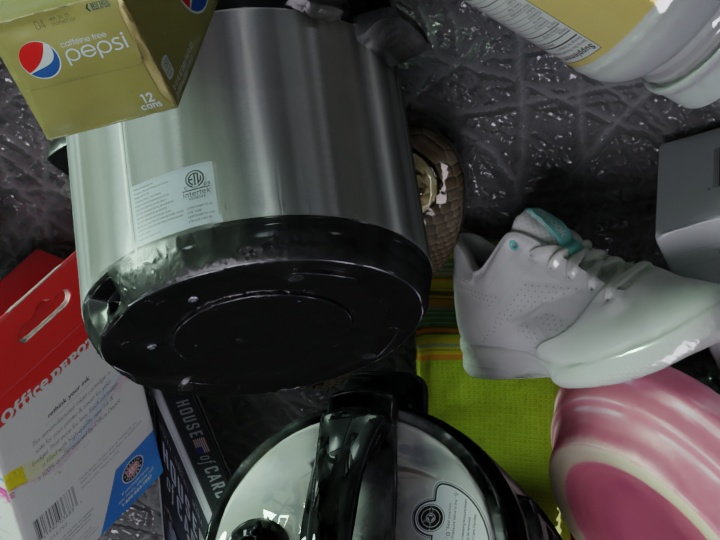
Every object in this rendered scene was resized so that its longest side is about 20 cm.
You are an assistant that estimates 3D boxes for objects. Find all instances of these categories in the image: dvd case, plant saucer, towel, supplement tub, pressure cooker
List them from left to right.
[{"bbox_3d":[-0.092,0.179,1.306,0.025,0.150,0.201,-14,133,-15],"label":"dvd case"},{"bbox_3d":[-0.057,-0.058,1.061,0.175,0.201,0.179,-1,154,-18],"label":"pressure cooker"},{"bbox_3d":[0.012,0.166,1.120,0.179,0.176,0.200,-40,154,1],"label":"pressure cooker"},{"bbox_3d":[0.074,0.076,1.222,0.086,0.018,0.201,1,114,14],"label":"towel"},{"bbox_3d":[0.096,-0.174,0.951,0.200,0.146,0.145,29,130,-14],"label":"supplement tub"},{"bbox_3d":[0.172,0.136,1.146,0.200,0.051,0.201,40,155,23],"label":"plant saucer"}]

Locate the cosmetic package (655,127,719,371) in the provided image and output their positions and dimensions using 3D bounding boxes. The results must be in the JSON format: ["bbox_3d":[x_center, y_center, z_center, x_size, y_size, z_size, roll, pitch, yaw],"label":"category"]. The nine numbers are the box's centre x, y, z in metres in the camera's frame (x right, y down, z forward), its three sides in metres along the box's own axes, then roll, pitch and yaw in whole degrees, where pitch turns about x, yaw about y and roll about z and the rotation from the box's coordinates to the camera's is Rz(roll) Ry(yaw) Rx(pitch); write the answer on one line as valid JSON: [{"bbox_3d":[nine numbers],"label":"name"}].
[{"bbox_3d":[0.240,0.015,1.128,0.113,0.081,0.200,-17,125,23],"label":"cosmetic package"}]

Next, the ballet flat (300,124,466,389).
[{"bbox_3d":[0.000,0.000,1.179,0.067,0.046,0.200,45,134,14],"label":"ballet flat"}]

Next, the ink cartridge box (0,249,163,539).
[{"bbox_3d":[-0.188,0.073,1.231,0.067,0.116,0.200,22,140,29],"label":"ink cartridge box"}]

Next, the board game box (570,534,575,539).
[{"bbox_3d":[0.053,0.204,1.347,0.199,0.046,0.152,-2,130,13],"label":"board game box"}]

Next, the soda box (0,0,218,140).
[{"bbox_3d":[-0.102,-0.148,0.978,0.067,0.200,0.064,-12,127,21],"label":"soda box"}]

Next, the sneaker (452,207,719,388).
[{"bbox_3d":[0.109,0.009,1.096,0.200,0.075,0.089,-5,104,54],"label":"sneaker"}]
